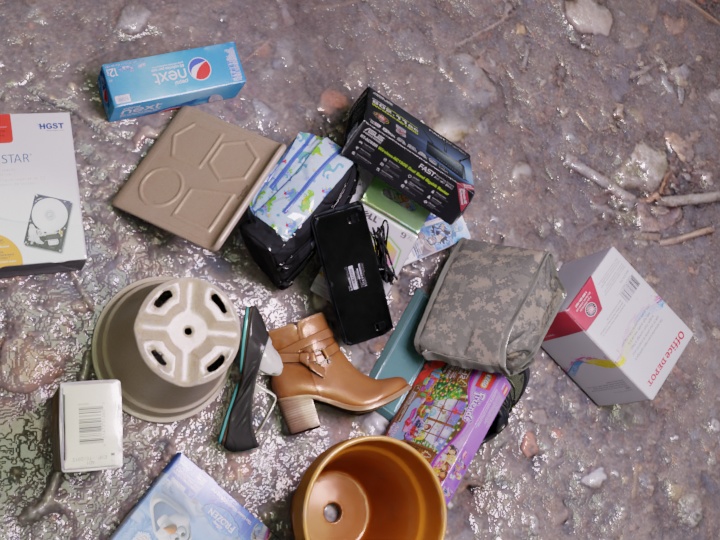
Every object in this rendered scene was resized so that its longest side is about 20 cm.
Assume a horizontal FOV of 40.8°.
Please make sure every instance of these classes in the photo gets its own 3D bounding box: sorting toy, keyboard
[{"bbox_3d":[-0.223,-0.128,1.342,0.198,0.037,0.186,22,67,24],"label":"sorting toy"},{"bbox_3d":[0.000,0.000,1.349,0.103,0.040,0.203,-15,113,-3],"label":"keyboard"}]

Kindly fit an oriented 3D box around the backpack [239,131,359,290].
[{"bbox_3d":[-0.084,-0.097,1.372,0.199,0.163,0.154,-40,73,-10],"label":"backpack"}]

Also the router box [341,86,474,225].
[{"bbox_3d":[0.072,-0.170,1.411,0.199,0.062,0.150,32,25,-14],"label":"router box"}]

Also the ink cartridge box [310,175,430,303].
[{"bbox_3d":[0.019,-0.035,1.404,0.103,0.059,0.202,30,95,2],"label":"ink cartridge box"}]

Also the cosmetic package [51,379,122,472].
[{"bbox_3d":[-0.339,0.194,1.189,0.070,0.200,0.107,-1,78,-20],"label":"cosmetic package"}]

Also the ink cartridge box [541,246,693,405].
[{"bbox_3d":[0.389,0.094,1.532,0.200,0.144,0.146,45,66,-7],"label":"ink cartridge box"}]

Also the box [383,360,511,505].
[{"bbox_3d":[0.114,0.224,1.401,0.201,0.136,0.039,-57,135,-21],"label":"box"}]

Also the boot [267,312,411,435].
[{"bbox_3d":[-0.034,0.135,1.387,0.197,0.074,0.157,-13,79,-17],"label":"boot"}]

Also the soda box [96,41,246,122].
[{"bbox_3d":[-0.269,-0.270,1.385,0.198,0.068,0.065,-16,86,-24],"label":"soda box"}]

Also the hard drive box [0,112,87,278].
[{"bbox_3d":[-0.452,-0.098,1.272,0.154,0.077,0.203,-7,81,-23],"label":"hard drive box"}]

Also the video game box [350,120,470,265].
[{"bbox_3d":[0.054,-0.109,1.494,0.180,0.047,0.203,-21,88,-21],"label":"video game box"}]

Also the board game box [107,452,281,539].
[{"bbox_3d":[-0.230,0.384,1.279,0.200,0.043,0.200,42,69,-9],"label":"board game box"}]

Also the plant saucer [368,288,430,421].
[{"bbox_3d":[0.072,0.126,1.468,0.070,0.019,0.201,35,68,-12],"label":"plant saucer"}]

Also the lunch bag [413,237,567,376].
[{"bbox_3d":[0.189,0.066,1.429,0.201,0.162,0.118,-57,137,-27],"label":"lunch bag"}]

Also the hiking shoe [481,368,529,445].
[{"bbox_3d":[0.202,0.210,1.455,0.200,0.100,0.076,-45,104,-22],"label":"hiking shoe"}]

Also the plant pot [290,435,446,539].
[{"bbox_3d":[-0.010,0.329,1.302,0.197,0.183,0.204,5,76,-20],"label":"plant pot"}]

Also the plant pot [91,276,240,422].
[{"bbox_3d":[-0.241,0.091,1.259,0.197,0.183,0.204,4,77,-20],"label":"plant pot"}]

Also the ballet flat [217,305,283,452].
[{"bbox_3d":[-0.145,0.151,1.335,0.067,0.068,0.203,12,94,-7],"label":"ballet flat"}]
